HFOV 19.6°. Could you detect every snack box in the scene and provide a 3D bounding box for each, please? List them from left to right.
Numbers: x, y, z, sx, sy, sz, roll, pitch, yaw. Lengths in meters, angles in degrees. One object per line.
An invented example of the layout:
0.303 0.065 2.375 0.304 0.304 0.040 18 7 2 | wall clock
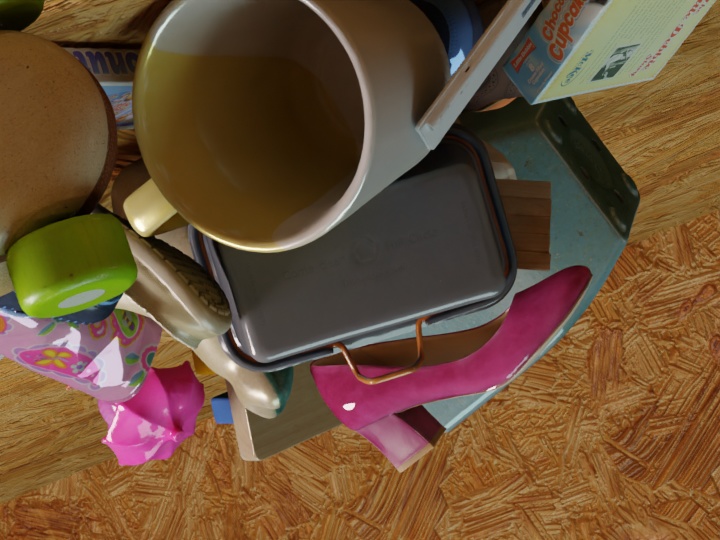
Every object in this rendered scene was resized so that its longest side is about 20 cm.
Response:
-0.165 -0.100 1.167 0.072 0.024 0.200 -25 171 31 | snack box
0.179 -0.182 1.240 0.116 0.037 0.200 -14 151 -40 | snack box

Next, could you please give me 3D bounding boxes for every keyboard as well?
0.093 -0.152 1.146 0.200 0.011 0.056 -54 173 -2 | keyboard

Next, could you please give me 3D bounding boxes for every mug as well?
-0.040 -0.098 1.171 0.187 0.149 0.153 1 -167 29 | mug

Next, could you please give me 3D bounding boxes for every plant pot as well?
0.100 -0.035 1.602 0.200 0.196 0.196 -35 -171 23 | plant pot

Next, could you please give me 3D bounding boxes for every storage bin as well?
0.000 0.000 1.271 0.200 0.146 0.134 -16 -174 0 | storage bin

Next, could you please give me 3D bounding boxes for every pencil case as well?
-0.220 0.021 1.400 0.087 0.087 0.200 -25 145 28 | pencil case

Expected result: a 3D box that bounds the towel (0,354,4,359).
-0.347 0.045 1.507 0.166 0.086 0.200 -15 173 -25 | towel

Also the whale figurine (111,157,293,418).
-0.091 0.002 1.441 0.104 0.200 0.159 -31 172 -11 | whale figurine

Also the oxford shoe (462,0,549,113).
0.079 -0.140 1.379 0.073 0.071 0.200 -13 171 -17 | oxford shoe

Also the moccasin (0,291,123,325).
-0.226 -0.018 1.124 0.068 0.200 0.080 -56 -164 33 | moccasin

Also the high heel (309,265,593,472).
0.059 0.041 1.373 0.200 0.096 0.067 -43 -178 29 | high heel

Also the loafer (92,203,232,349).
-0.160 -0.004 1.236 0.068 0.200 0.076 -58 153 2 | loafer

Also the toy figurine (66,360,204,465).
-0.201 0.071 1.677 0.150 0.184 0.200 -16 172 -32 | toy figurine

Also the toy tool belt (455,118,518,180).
0.002 -0.053 1.436 0.200 0.123 0.125 -15 133 -21 | toy tool belt

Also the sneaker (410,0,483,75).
-0.009 -0.116 1.297 0.200 0.074 0.082 -28 168 38 | sneaker

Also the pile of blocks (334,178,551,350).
0.035 -0.008 1.374 0.200 0.082 0.062 -22 179 -1 | pile of blocks

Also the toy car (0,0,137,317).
-0.177 -0.039 1.006 0.158 0.164 0.200 -21 170 5 | toy car

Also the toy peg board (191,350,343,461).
-0.075 0.038 1.774 0.098 0.199 0.200 -3 -169 41 | toy peg board
